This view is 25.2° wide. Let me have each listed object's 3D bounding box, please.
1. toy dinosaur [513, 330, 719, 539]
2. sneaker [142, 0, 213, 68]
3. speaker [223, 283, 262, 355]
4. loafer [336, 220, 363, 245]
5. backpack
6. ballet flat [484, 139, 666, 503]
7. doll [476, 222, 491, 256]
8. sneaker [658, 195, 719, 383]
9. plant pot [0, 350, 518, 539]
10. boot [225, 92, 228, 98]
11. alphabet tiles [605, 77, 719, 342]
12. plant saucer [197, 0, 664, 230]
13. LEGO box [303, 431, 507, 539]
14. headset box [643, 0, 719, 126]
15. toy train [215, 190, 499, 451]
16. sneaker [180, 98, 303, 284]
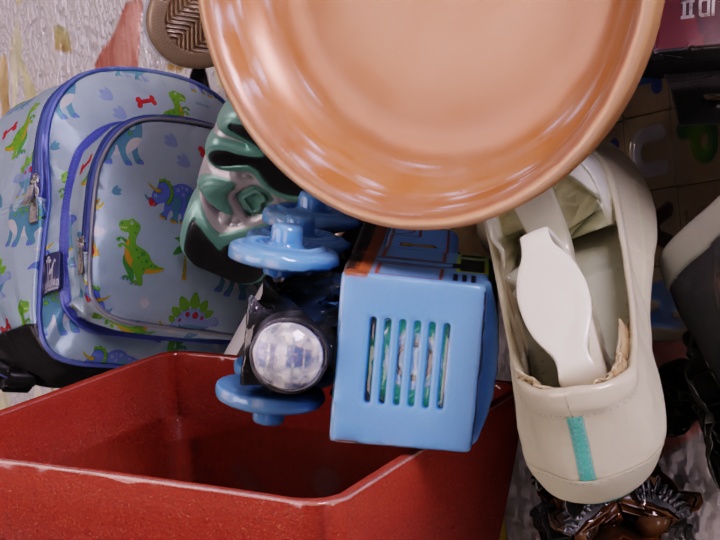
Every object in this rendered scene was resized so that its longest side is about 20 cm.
[{"bbox_3d":[0.097,0.065,0.689,0.200,0.102,0.136,65,168,-2],"label":"toy dinosaur"},{"bbox_3d":[-0.053,-0.185,0.874,0.200,0.070,0.108,-50,22,-13],"label":"sneaker"},{"bbox_3d":[-0.050,0.072,0.972,0.200,0.081,0.081,-57,45,48],"label":"speaker"},{"bbox_3d":[0.000,0.000,0.824,0.063,0.072,0.200,-88,24,-71],"label":"loafer"},{"bbox_3d":[-0.141,-0.029,1.030,0.147,0.183,0.200,-22,68,47],"label":"backpack"},{"bbox_3d":[0.077,-0.004,0.604,0.200,0.069,0.070,-93,19,-49],"label":"ballet flat"},{"bbox_3d":[0.074,-0.099,0.736,0.136,0.048,0.200,-105,18,-72],"label":"doll"},{"bbox_3d":[0.179,-0.002,0.536,0.200,0.075,0.106,118,136,-60],"label":"sneaker"},{"bbox_3d":[-0.053,0.147,0.713,0.199,0.200,0.177,4,101,26],"label":"plant pot"},{"bbox_3d":[0.012,-0.160,0.750,0.211,0.079,0.158,-52,-21,-66],"label":"boot"},{"bbox_3d":[0.150,-0.054,0.655,0.200,0.006,0.167,-7,86,62],"label":"alphabet tiles"},{"bbox_3d":[0.025,-0.116,0.599,0.200,0.037,0.201,6,100,34],"label":"plant saucer"},{"bbox_3d":[0.000,0.181,0.833,0.149,0.077,0.200,-11,83,33],"label":"LEGO box"},{"bbox_3d":[0.133,-0.154,0.591,0.149,0.075,0.200,6,94,62],"label":"headset box"},{"bbox_3d":[0.004,0.019,0.701,0.200,0.114,0.087,-66,-17,-79],"label":"toy train"},{"bbox_3d":[-0.041,-0.094,0.914,0.200,0.078,0.140,-47,21,54],"label":"sneaker"}]
